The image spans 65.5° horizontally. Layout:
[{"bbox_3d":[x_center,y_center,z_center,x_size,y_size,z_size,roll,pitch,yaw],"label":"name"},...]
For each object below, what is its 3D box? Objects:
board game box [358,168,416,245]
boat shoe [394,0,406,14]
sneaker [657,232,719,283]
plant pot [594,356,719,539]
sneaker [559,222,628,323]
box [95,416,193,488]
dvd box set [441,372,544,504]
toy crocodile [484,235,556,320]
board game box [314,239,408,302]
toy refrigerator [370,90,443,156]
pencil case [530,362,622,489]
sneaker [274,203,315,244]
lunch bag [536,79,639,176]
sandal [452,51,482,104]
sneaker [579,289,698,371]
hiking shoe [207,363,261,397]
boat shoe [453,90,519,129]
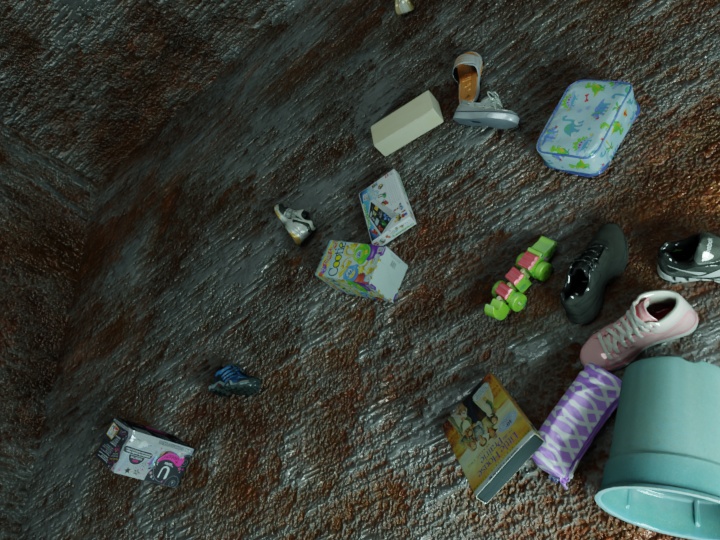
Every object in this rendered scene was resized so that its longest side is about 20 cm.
[{"bbox_3d":[0.068,-0.167,1.496,0.125,0.035,0.202,-32,45,21],"label":"board game box"},{"bbox_3d":[0.137,-0.966,1.949,0.068,0.074,0.203,-21,51,22],"label":"boat shoe"},{"bbox_3d":[0.576,-0.020,0.896,0.198,0.090,0.067,0,63,42],"label":"sneaker"},{"bbox_3d":[0.441,0.241,0.779,0.198,0.200,0.198,-7,50,39],"label":"plant pot"},{"bbox_3d":[0.426,-0.006,1.023,0.075,0.091,0.202,13,71,48],"label":"sneaker"},{"bbox_3d":[-0.577,0.492,1.505,0.131,0.199,0.116,8,69,44],"label":"box"},{"bbox_3d":[0.224,0.287,0.988,0.147,0.029,0.200,-51,18,10],"label":"dvd box set"},{"bbox_3d":[0.320,0.015,1.125,0.201,0.062,0.067,-51,42,1],"label":"toy crocodile"},{"bbox_3d":[0.000,0.000,1.392,0.198,0.105,0.104,9,69,45],"label":"board game box"},{"bbox_3d":[0.131,-0.412,1.583,0.198,0.070,0.077,-27,54,27],"label":"toy refrigerator"},{"bbox_3d":[0.355,0.250,0.915,0.201,0.084,0.085,-55,31,-4],"label":"pencil case"},{"bbox_3d":[-0.198,-0.155,1.714,0.087,0.076,0.200,-36,45,-5],"label":"sneaker"},{"bbox_3d":[0.477,-0.305,1.186,0.160,0.082,0.202,22,79,46],"label":"lunch bag"},{"bbox_3d":[0.290,-0.540,1.531,0.078,0.059,0.210,-18,52,32],"label":"sandal"},{"bbox_3d":[0.446,0.096,0.926,0.199,0.104,0.076,-31,47,24],"label":"sneaker"},{"bbox_3d":[-0.342,0.292,1.524,0.198,0.074,0.088,-10,57,37],"label":"hiking shoe"},{"bbox_3d":[0.321,-0.408,1.399,0.201,0.074,0.087,25,97,54],"label":"boat shoe"}]
